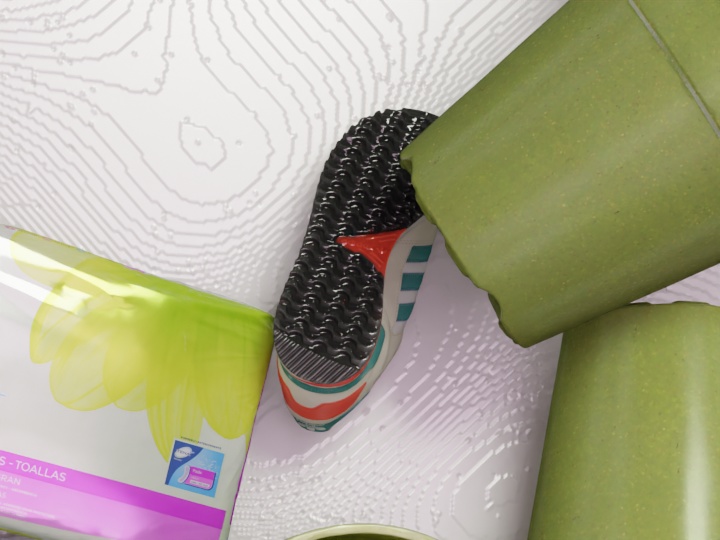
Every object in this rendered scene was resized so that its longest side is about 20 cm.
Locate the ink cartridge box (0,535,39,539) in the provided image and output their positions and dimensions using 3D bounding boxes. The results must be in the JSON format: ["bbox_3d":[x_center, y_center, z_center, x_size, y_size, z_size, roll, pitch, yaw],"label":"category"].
[{"bbox_3d":[-0.240,0.206,1.041,0.196,0.200,0.043,-4,115,-13],"label":"ink cartridge box"}]

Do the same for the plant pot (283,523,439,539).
[{"bbox_3d":[-0.020,0.217,1.082,0.186,0.200,0.188,0,88,-12],"label":"plant pot"}]

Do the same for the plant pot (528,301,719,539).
[{"bbox_3d":[0.171,0.122,1.140,0.199,0.200,0.191,6,75,-12],"label":"plant pot"}]

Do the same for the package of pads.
[{"bbox_3d":[-0.154,0.066,1.114,0.199,0.068,0.155,17,77,-17],"label":"package of pads"}]

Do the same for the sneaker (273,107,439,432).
[{"bbox_3d":[0.000,0.000,1.169,0.070,0.094,0.200,18,56,7],"label":"sneaker"}]

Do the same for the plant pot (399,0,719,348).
[{"bbox_3d":[0.129,-0.059,1.082,0.190,0.200,0.200,-33,94,7],"label":"plant pot"}]
